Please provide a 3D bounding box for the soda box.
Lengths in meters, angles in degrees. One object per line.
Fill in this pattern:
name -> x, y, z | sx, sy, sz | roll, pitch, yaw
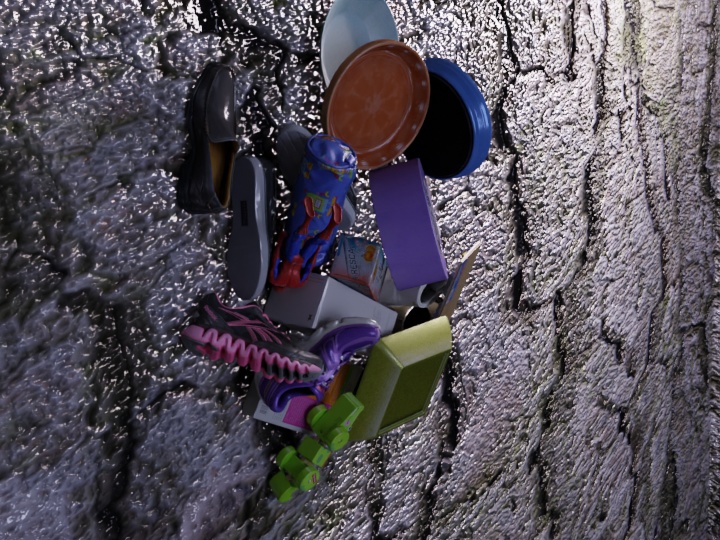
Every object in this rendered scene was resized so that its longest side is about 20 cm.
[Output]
soda box -> 0.000, 0.000, 1.406 | 0.200, 0.063, 0.069 | 68, 38, -79

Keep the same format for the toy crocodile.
toy crocodile -> -0.068, 0.275, 1.406 | 0.201, 0.067, 0.062 | -52, 146, -4

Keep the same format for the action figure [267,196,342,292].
action figure -> -0.085, -0.028, 1.266 | 0.065, 0.200, 0.052 | 8, 52, -23

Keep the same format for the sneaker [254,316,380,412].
sneaker -> -0.053, 0.139, 1.299 | 0.199, 0.084, 0.081 | -32, 149, 3

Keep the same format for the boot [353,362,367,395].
boot -> 0.042, 0.183, 1.560 | 0.202, 0.070, 0.144 | -57, 149, -16

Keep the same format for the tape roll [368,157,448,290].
tape roll -> 0.079, -0.074, 1.468 | 0.200, 0.084, 0.202 | -13, 90, -82

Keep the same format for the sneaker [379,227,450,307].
sneaker -> 0.119, -0.007, 1.594 | 0.201, 0.115, 0.074 | -55, 135, -32

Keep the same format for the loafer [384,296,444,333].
loafer -> 0.101, 0.088, 1.627 | 0.199, 0.069, 0.076 | -18, 112, -50

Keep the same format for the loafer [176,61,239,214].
loafer -> -0.184, -0.171, 1.187 | 0.072, 0.072, 0.202 | 3, 95, -52

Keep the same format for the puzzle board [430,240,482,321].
puzzle board -> 0.154, 0.053, 1.592 | 0.151, 0.017, 0.202 | -35, 148, -65

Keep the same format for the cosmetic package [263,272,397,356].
cosmetic package -> -0.043, 0.069, 1.402 | 0.200, 0.107, 0.086 | 32, 74, -53

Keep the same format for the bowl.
bowl -> 0.124, -0.242, 1.478 | 0.039, 0.200, 0.202 | -31, 122, -36

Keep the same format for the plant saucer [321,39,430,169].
plant saucer -> 0.022, -0.254, 1.390 | 0.199, 0.032, 0.202 | -22, 129, -29

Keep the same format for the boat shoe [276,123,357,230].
boat shoe -> -0.065, -0.149, 1.367 | 0.071, 0.071, 0.201 | -79, 149, -42

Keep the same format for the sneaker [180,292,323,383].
sneaker -> -0.139, 0.088, 1.240 | 0.079, 0.198, 0.096 | 123, -15, -58

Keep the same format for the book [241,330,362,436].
book -> -0.089, 0.184, 1.418 | 0.200, 0.048, 0.135 | 32, 76, -51

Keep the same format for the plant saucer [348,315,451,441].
plant saucer -> 0.072, 0.187, 1.489 | 0.199, 0.048, 0.201 | -14, 131, -49

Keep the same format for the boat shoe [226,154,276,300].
boat shoe -> -0.144, -0.060, 1.271 | 0.056, 0.068, 0.202 | -7, 101, -53

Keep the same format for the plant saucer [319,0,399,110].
plant saucer -> -0.011, -0.337, 1.411 | 0.200, 0.038, 0.203 | -16, 109, -52

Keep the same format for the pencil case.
pencil case -> -0.060, -0.093, 1.305 | 0.078, 0.086, 0.201 | -56, 167, -53
